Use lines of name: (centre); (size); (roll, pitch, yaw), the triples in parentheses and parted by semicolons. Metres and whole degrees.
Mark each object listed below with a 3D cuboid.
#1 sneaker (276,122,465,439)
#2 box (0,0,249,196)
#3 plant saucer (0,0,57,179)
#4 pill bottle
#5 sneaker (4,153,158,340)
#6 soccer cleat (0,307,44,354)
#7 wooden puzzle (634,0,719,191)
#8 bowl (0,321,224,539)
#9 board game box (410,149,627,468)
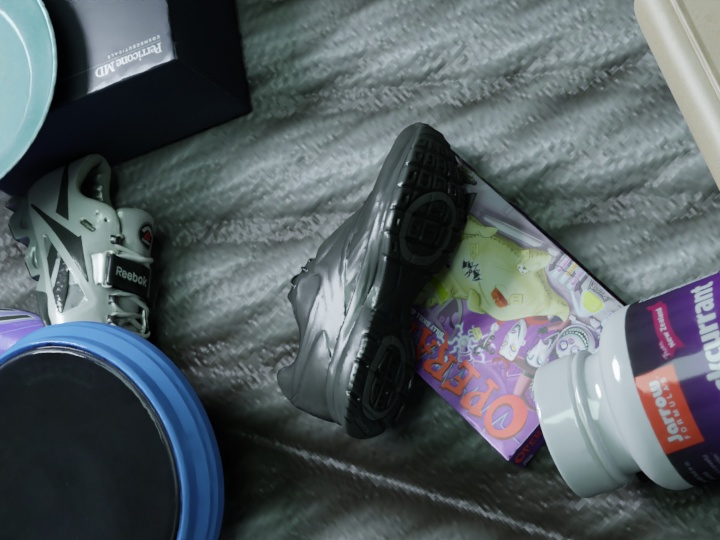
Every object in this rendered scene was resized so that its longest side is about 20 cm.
sneaker: (0.000, 0.000, 1.471); (0.090, 0.076, 0.202); (12, 78, 39)
box: (-0.196, -0.175, 1.647); (0.199, 0.104, 0.184); (-19, 65, 22)
plant saucer: (-0.295, -0.125, 1.577); (0.198, 0.036, 0.202); (-2, 73, 8)
pill bottle: (0.204, 0.059, 1.344); (0.199, 0.111, 0.112); (-23, 64, 21)
sneaker: (-0.172, 0.003, 1.591); (0.088, 0.074, 0.201); (-36, 60, 15)
soccer cleat: (-0.295, 0.047, 1.643); (0.199, 0.073, 0.069); (9, 78, 31)
wooden puzzle: (0.281, -0.141, 1.420); (0.199, 0.037, 0.186); (-33, 61, 20)
bowl: (-0.182, 0.135, 1.526); (0.199, 0.039, 0.203); (4, 99, 28)
board game box: (0.072, 0.016, 1.483); (0.200, 0.032, 0.120); (43, 100, 32)
